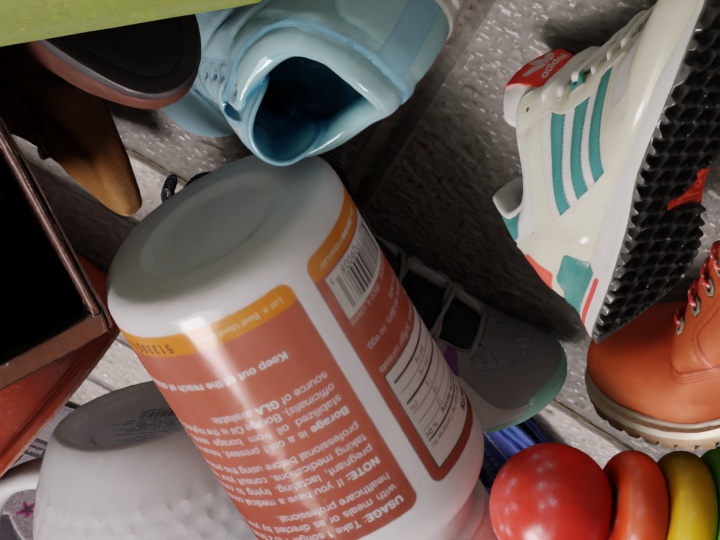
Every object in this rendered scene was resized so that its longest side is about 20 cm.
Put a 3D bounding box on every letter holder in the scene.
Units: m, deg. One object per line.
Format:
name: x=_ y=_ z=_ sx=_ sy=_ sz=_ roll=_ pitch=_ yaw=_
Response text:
letter holder: x=-0.201 y=-0.038 z=1.128 sx=0.143 sy=0.100 sz=0.200 roll=66 pitch=170 yaw=-22

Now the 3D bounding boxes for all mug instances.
mug: x=-0.106 y=0.149 z=1.254 sx=0.199 sy=0.148 sz=0.176 roll=-1 pitch=110 yaw=31

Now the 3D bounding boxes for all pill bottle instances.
pill bottle: x=-0.016 y=0.057 z=1.115 sx=0.112 sy=0.112 sz=0.201 roll=-2 pitch=128 yaw=43

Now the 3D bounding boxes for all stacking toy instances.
stacking toy: x=0.153 y=0.109 z=1.124 sx=0.199 sy=0.086 sz=0.085 roll=5 pitch=155 yaw=-14

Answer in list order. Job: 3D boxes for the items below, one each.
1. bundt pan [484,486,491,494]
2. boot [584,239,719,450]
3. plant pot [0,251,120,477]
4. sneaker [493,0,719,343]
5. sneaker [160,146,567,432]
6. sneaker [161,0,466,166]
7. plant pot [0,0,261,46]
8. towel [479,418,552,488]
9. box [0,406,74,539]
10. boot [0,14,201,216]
bundt pan: x=0.033 y=0.161 z=1.359 sx=0.201 sy=0.076 sz=0.202 roll=26 pitch=151 yaw=15
boot: x=0.161 y=0.015 z=1.076 sx=0.199 sy=0.075 sz=0.108 roll=-5 pitch=124 yaw=47
plant pot: x=-0.250 y=0.017 z=1.325 sx=0.195 sy=0.201 sz=0.201 roll=43 pitch=150 yaw=-10
sneaker: x=0.094 y=-0.063 z=0.994 sx=0.093 sy=0.070 sz=0.200 roll=43 pitch=147 yaw=23
sneaker: x=0.000 y=0.000 z=1.179 sx=0.199 sy=0.078 sz=0.140 roll=8 pitch=134 yaw=4
sneaker: x=-0.040 y=-0.080 z=1.075 sx=0.074 sy=0.082 sz=0.200 roll=40 pitch=151 yaw=-18
plant pot: x=-0.120 y=-0.158 z=0.941 sx=0.189 sy=0.201 sz=0.201 roll=2 pitch=144 yaw=19
towel: x=0.008 y=0.078 z=1.351 sx=0.199 sy=0.024 sz=0.145 roll=-6 pitch=135 yaw=47
box: x=-0.165 y=0.166 z=1.535 sx=0.199 sy=0.133 sz=0.115 roll=19 pitch=147 yaw=17
boot: x=-0.128 y=-0.080 z=1.139 sx=0.188 sy=0.069 sz=0.200 roll=30 pitch=154 yaw=24
